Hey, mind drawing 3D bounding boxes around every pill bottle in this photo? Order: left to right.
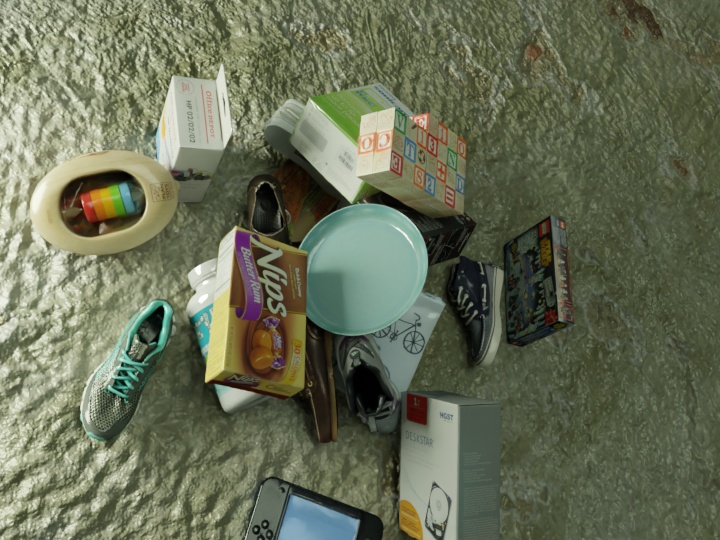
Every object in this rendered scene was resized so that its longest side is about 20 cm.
[{"bbox_3d":[-0.175,0.086,0.931,0.109,0.111,0.203,-17,77,-32],"label":"pill bottle"}]

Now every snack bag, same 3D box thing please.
[{"bbox_3d":[0.015,0.097,1.028,0.186,0.021,0.203,26,88,-13],"label":"snack bag"}]

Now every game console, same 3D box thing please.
[{"bbox_3d":[-0.050,0.378,0.865,0.197,0.118,0.173,26,59,-16],"label":"game console"}]

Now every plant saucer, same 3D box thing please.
[{"bbox_3d":[0.000,0.000,0.942,0.196,0.028,0.204,-6,63,12],"label":"plant saucer"}]

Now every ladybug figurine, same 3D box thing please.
[{"bbox_3d":[-0.349,-0.094,0.923,0.196,0.072,0.139,-12,99,-18],"label":"ladybug figurine"}]

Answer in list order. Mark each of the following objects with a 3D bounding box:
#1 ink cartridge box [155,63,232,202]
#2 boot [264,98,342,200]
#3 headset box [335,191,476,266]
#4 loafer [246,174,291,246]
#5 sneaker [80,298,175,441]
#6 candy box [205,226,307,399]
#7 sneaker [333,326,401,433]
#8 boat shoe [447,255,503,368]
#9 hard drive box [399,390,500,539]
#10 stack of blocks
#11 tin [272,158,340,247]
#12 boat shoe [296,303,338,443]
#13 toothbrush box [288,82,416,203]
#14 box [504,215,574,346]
[{"bbox_3d":[-0.246,-0.196,0.961,0.067,0.200,0.117,-1,68,-27],"label":"ink cartridge box"},{"bbox_3d":[-0.059,-0.204,1.098,0.199,0.073,0.096,38,50,-12],"label":"boot"},{"bbox_3d":[0.065,-0.077,1.064,0.198,0.078,0.149,-14,51,-44],"label":"headset box"},{"bbox_3d":[-0.140,-0.044,0.998,0.071,0.071,0.204,-10,93,-5],"label":"loafer"},{"bbox_3d":[-0.299,0.119,0.862,0.077,0.091,0.203,25,59,-14],"label":"sneaker"},{"bbox_3d":[-0.131,0.055,0.867,0.115,0.056,0.204,20,56,-31],"label":"candy box"},{"bbox_3d":[0.016,0.188,0.939,0.077,0.141,0.202,-23,119,3],"label":"sneaker"},{"bbox_3d":[0.193,0.068,1.161,0.091,0.075,0.203,20,53,-11],"label":"boat shoe"},{"bbox_3d":[0.124,0.281,0.943,0.075,0.155,0.205,4,85,-26],"label":"hard drive box"},{"bbox_3d":[0.078,-0.161,0.951,0.199,0.058,0.118,20,71,-51],"label":"stack of blocks"},{"bbox_3d":[-0.101,-0.121,1.103,0.111,0.042,0.201,38,56,-3],"label":"tin"},{"bbox_3d":[-0.070,0.151,0.968,0.069,0.070,0.204,-6,88,-7],"label":"boat shoe"},{"bbox_3d":[0.010,-0.205,1.040,0.146,0.087,0.199,45,37,13],"label":"toothbrush box"},{"bbox_3d":[0.318,0.021,1.200,0.039,0.137,0.204,15,62,-23],"label":"box"}]
